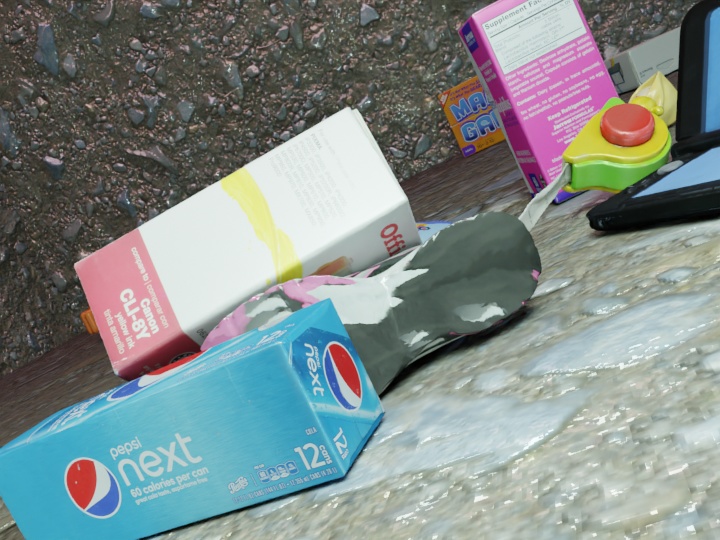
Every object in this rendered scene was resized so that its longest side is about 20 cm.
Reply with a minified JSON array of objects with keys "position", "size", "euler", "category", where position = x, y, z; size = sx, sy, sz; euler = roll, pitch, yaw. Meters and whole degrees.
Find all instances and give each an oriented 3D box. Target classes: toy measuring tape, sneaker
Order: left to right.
[{"position":[0.008,0.034,0.467],"size":[0.198,0.081,0.086],"euler":[-18,-5,-3],"category":"sneaker"},{"position":[0.192,-0.072,0.618],"size":[0.200,0.074,0.073],"euler":[-48,17,-26],"category":"toy measuring tape"}]

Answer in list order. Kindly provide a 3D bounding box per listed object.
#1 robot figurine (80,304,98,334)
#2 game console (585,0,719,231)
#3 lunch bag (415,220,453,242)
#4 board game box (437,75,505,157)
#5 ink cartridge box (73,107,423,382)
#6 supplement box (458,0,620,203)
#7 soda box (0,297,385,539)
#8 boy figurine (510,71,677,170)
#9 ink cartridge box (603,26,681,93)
[{"position":[-0.681,0.105,2.202],"size":[0.199,0.117,0.145],"euler":[-30,-30,-34],"category":"robot figurine"},{"position":[0.244,-0.119,0.494],"size":[0.175,0.117,0.200],"euler":[-28,7,-22],"category":"game console"},{"position":[0.000,0.000,0.682],"size":[0.198,0.095,0.150],"euler":[-11,11,32],"category":"lunch bag"},{"position":[0.384,-0.487,2.361],"size":[0.199,0.201,0.200],"euler":[-22,7,27],"category":"board game box"},{"position":[-0.058,0.004,0.521],"size":[0.199,0.084,0.145],"euler":[-31,-26,0],"category":"ink cartridge box"},{"position":[0.189,-0.180,0.792],"size":[0.103,0.201,0.101],"euler":[-25,6,3],"category":"supplement box"},{"position":[-0.092,0.085,0.400],"size":[0.199,0.068,0.064],"euler":[-23,8,23],"category":"soda box"},{"position":[0.279,-0.161,0.907],"size":[0.199,0.065,0.124],"euler":[-28,4,8],"category":"boy figurine"},{"position":[0.642,-0.472,1.786],"size":[0.144,0.088,0.200],"euler":[-26,9,-2],"category":"ink cartridge box"}]
